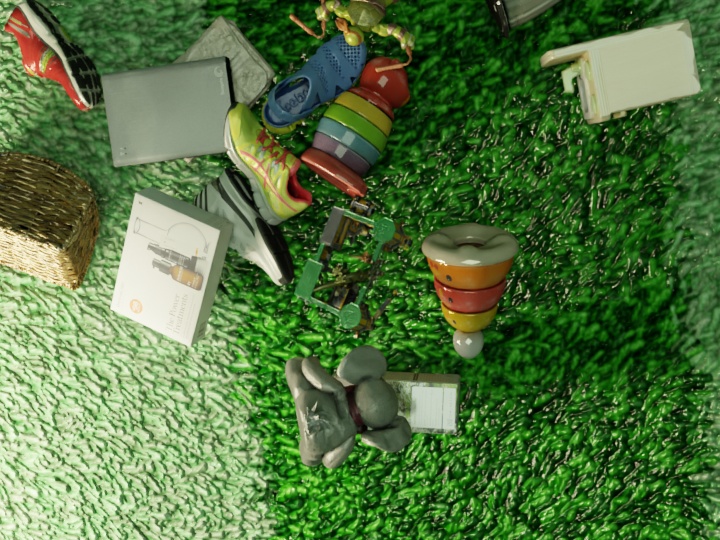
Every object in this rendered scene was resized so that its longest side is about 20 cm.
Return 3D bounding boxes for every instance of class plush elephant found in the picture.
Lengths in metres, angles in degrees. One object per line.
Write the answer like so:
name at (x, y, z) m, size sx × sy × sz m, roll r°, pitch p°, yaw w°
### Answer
plush elephant at (-0.015, 0.196, 1.417) m, size 0.152 × 0.200 × 0.168 m, roll -11°, pitch 89°, yaw -11°

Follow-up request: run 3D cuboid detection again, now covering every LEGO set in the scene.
LEGO set at (0.000, 0.000, 1.486) m, size 0.152 × 0.115 × 0.204 m, roll 13°, pitch 85°, yaw 29°

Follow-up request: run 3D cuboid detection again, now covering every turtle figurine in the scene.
turtle figurine at (0.005, -0.391, 1.454) m, size 0.197 × 0.065 × 0.163 m, roll 22°, pitch 69°, yaw 13°

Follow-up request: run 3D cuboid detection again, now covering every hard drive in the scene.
hard drive at (-0.287, -0.240, 1.504) m, size 0.196 × 0.033 × 0.142 m, roll -7°, pitch 95°, yaw 7°

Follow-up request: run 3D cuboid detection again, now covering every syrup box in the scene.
syrup box at (0.054, 0.201, 1.524) m, size 0.196 × 0.081 × 0.080 m, roll 2°, pitch 94°, yaw 7°

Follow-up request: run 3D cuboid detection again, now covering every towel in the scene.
towel at (-0.237, -0.281, 1.528) m, size 0.199 × 0.034 × 0.133 m, roll -41°, pitch 90°, yaw 9°

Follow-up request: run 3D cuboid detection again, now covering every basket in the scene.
basket at (-0.512, -0.086, 1.555) m, size 0.197 × 0.150 × 0.145 m, roll 19°, pitch 64°, yaw 3°

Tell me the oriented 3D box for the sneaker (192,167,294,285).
sneaker at (-0.191, -0.045, 1.535) m, size 0.115 × 0.076 × 0.202 m, roll -34°, pitch 84°, yaw 16°

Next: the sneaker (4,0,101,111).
sneaker at (-0.477, -0.322, 1.533) m, size 0.085 × 0.077 × 0.201 m, roll -37°, pitch 85°, yaw 18°

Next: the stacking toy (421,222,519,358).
stacking toy at (0.166, 0.042, 1.491) m, size 0.143 × 0.146 × 0.204 m, roll -1°, pitch 111°, yaw 5°

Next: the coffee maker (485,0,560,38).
coffee maker at (0.258, -0.466, 1.418) m, size 0.197 × 0.135 × 0.195 m, roll -24°, pitch 92°, yaw 6°

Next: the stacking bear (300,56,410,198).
stacking bear at (0.005, -0.224, 1.480) m, size 0.113 × 0.121 × 0.202 m, roll 31°, pitch 88°, yaw -6°

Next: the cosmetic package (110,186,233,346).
cosmetic package at (-0.291, -0.005, 1.516) m, size 0.149 × 0.052 × 0.203 m, roll 23°, pitch 112°, yaw 14°

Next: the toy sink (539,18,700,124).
toy sink at (0.371, -0.278, 1.429) m, size 0.196 × 0.130 × 0.114 m, roll -11°, pitch 95°, yaw 5°

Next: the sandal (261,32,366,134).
sandal at (-0.070, -0.281, 1.488) m, size 0.200 × 0.087 × 0.080 m, roll -43°, pitch 89°, yaw 5°

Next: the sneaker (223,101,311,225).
sneaker at (-0.133, -0.167, 1.480) m, size 0.089 × 0.079 × 0.202 m, roll -11°, pitch 123°, yaw 27°
